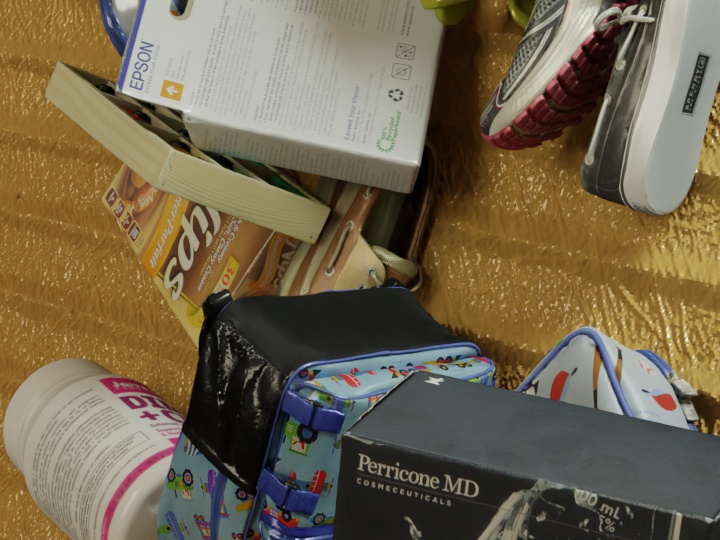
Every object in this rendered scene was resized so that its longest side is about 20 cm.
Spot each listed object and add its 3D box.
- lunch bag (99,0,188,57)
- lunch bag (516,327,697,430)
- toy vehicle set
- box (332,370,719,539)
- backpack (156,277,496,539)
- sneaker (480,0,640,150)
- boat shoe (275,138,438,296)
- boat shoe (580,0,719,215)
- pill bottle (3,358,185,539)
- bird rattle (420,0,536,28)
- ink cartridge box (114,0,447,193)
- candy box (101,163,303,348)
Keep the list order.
[{"bbox_3d":[-0.101,-0.183,1.900,0.075,0.200,0.161,-29,53,23],"label":"lunch bag"},{"bbox_3d":[0.115,0.135,1.576,0.200,0.075,0.161,-47,40,26],"label":"lunch bag"},{"bbox_3d":[-0.116,-0.078,1.821,0.200,0.124,0.027,37,105,56],"label":"toy vehicle set"},{"bbox_3d":[0.091,0.177,1.439,0.199,0.124,0.198,11,107,18],"label":"box"},{"bbox_3d":[-0.026,0.120,1.687,0.134,0.182,0.201,38,119,40],"label":"backpack"},{"bbox_3d":[0.130,-0.163,1.682,0.075,0.080,0.201,36,102,25],"label":"sneaker"},{"bbox_3d":[0.000,0.000,1.789,0.074,0.075,0.202,3,77,48],"label":"boat shoe"},{"bbox_3d":[0.179,-0.135,1.631,0.068,0.073,0.201,18,97,38],"label":"boat shoe"},{"bbox_3d":[-0.160,0.139,1.888,0.200,0.113,0.114,33,100,52],"label":"pill bottle"},{"bbox_3d":[0.091,-0.252,1.733,0.112,0.163,0.202,7,88,33],"label":"bird rattle"},{"bbox_3d":[-0.045,-0.156,1.792,0.041,0.198,0.201,107,176,-56],"label":"ink cartridge box"},{"bbox_3d":[-0.100,-0.037,1.941,0.116,0.055,0.200,-56,39,16],"label":"candy box"}]
